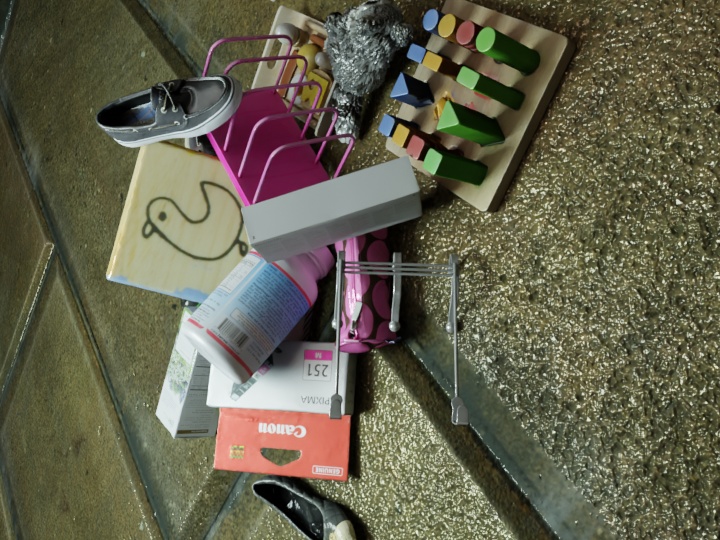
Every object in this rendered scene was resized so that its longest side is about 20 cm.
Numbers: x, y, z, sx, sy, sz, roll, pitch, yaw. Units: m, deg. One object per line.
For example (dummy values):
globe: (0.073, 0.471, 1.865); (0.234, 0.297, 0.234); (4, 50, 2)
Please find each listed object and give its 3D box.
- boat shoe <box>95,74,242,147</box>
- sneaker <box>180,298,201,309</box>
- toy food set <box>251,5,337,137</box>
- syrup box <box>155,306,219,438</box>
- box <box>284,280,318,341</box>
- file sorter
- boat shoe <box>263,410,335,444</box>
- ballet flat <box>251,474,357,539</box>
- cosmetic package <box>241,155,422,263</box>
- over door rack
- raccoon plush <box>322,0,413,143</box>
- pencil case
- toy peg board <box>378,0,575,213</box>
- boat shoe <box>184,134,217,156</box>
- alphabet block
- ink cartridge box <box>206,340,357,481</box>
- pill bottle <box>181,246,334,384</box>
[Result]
boat shoe: (-0.245, -0.207, 0.892); (0.198, 0.066, 0.071); (-8, 77, 22)
sneaker: (-0.306, -0.025, 1.246); (0.076, 0.083, 0.203); (-16, 73, 46)
toy food set: (-0.087, -0.298, 1.056); (0.200, 0.060, 0.145); (41, 114, 43)
syrup box: (-0.265, 0.168, 1.176); (0.078, 0.081, 0.202); (29, 107, 48)
box: (-0.111, 0.030, 1.033); (0.082, 0.068, 0.203); (17, 98, 49)
file sorter: (-0.116, -0.203, 0.955); (0.201, 0.138, 0.126); (59, 143, 21)
boat shoe: (-0.109, 0.180, 1.018); (0.199, 0.093, 0.075); (29, 87, 18)
ballet flat: (-0.076, 0.333, 0.960); (0.199, 0.056, 0.067); (13, 95, 48)
cosmetic package: (-0.030, -0.069, 0.826); (0.198, 0.083, 0.051); (-17, 75, 2)
over door rack: (0.039, 0.076, 0.791); (0.067, 0.146, 0.202); (90, -179, -63)
raccoon plush: (0.017, -0.249, 0.901); (0.134, 0.096, 0.202); (-124, 25, -61)
pencil case: (0.000, 0.000, 0.894); (0.090, 0.093, 0.203); (-13, 75, 27)
toy peg board: (0.101, -0.203, 0.807); (0.199, 0.097, 0.202); (41, 114, 43)
boat shoe: (-0.255, -0.179, 1.226); (0.064, 0.072, 0.202); (-23, 64, 30)
alphabet block: (-0.249, -0.072, 1.058); (0.196, 0.193, 0.202); (-152, 78, -73)
ink cartridge box: (-0.108, 0.182, 0.946); (0.197, 0.044, 0.176); (0, 77, 15)
pill bottle: (-0.126, 0.038, 0.917); (0.108, 0.109, 0.200); (21, 64, 47)
